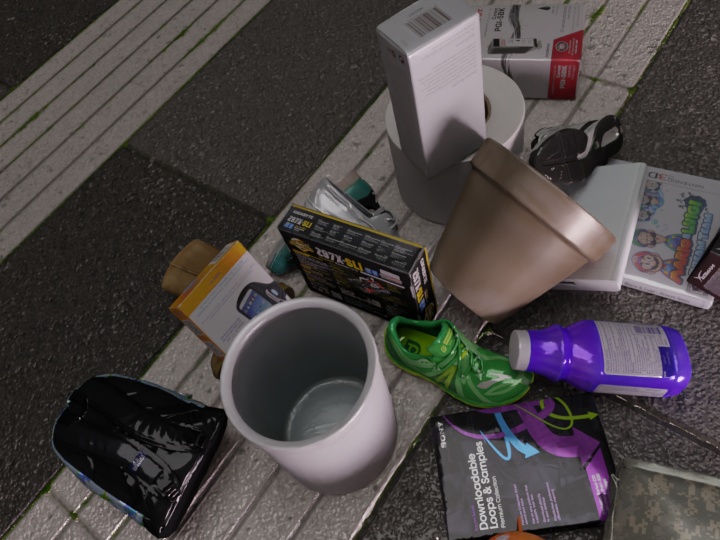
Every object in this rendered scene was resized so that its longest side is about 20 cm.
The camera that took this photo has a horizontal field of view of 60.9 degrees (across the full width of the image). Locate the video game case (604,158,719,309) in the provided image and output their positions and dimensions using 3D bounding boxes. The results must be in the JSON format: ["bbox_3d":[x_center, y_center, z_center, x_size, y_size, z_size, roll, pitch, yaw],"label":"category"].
[{"bbox_3d":[0.406,-0.059,0.845,0.180,0.024,0.201,18,64,23],"label":"video game case"}]

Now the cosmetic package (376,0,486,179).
[{"bbox_3d":[0.092,-0.220,0.748,0.101,0.201,0.074,-32,56,-9],"label":"cosmetic package"}]

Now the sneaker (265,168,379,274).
[{"bbox_3d":[-0.055,-0.057,0.923,0.200,0.071,0.080,-45,89,2],"label":"sneaker"}]

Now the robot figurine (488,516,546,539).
[{"bbox_3d":[0.145,0.344,0.589,0.116,0.144,0.201,31,68,5],"label":"robot figurine"}]

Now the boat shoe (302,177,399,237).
[{"bbox_3d":[0.016,-0.060,0.866,0.199,0.072,0.069,34,104,2],"label":"boat shoe"}]

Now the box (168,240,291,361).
[{"bbox_3d":[-0.139,0.075,0.808,0.041,0.201,0.119,-7,38,52],"label":"box"}]

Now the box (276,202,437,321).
[{"bbox_3d":[0.000,0.000,0.820,0.198,0.160,0.050,20,62,25],"label":"box"}]

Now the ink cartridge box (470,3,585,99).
[{"bbox_3d":[0.274,-0.376,1.047,0.197,0.083,0.148,6,60,16],"label":"ink cartridge box"}]

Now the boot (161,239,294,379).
[{"bbox_3d":[-0.217,0.054,0.900,0.198,0.067,0.176,22,56,26],"label":"boot"}]

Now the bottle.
[{"bbox_3d":[0.278,0.101,0.722,0.197,0.066,0.084,4,53,-1],"label":"bottle"}]

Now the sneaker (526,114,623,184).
[{"bbox_3d":[0.283,-0.168,0.893,0.199,0.077,0.115,-25,15,-33],"label":"sneaker"}]

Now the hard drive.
[{"bbox_3d":[0.308,-0.062,0.841,0.131,0.026,0.201,1,54,40],"label":"hard drive"}]

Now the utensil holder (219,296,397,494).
[{"bbox_3d":[-0.047,0.153,0.708,0.168,0.201,0.172,-6,57,9],"label":"utensil holder"}]

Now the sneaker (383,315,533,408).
[{"bbox_3d":[0.115,0.112,0.766,0.198,0.084,0.075,16,62,22],"label":"sneaker"}]

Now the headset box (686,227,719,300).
[{"bbox_3d":[0.529,-0.001,0.733,0.199,0.075,0.149,36,69,21],"label":"headset box"}]

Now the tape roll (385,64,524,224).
[{"bbox_3d":[0.144,-0.190,0.922,0.200,0.140,0.205,-6,55,9],"label":"tape roll"}]

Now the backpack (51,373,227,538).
[{"bbox_3d":[-0.285,0.217,0.770,0.198,0.154,0.165,24,66,2],"label":"backpack"}]

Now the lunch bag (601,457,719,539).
[{"bbox_3d":[0.329,0.287,0.582,0.198,0.118,0.165,14,62,16],"label":"lunch bag"}]

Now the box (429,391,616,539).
[{"bbox_3d":[0.186,0.227,0.704,0.197,0.036,0.144,-12,56,7],"label":"box"}]

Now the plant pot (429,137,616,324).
[{"bbox_3d":[0.182,-0.037,0.769,0.174,0.199,0.200,-51,56,13],"label":"plant pot"}]
